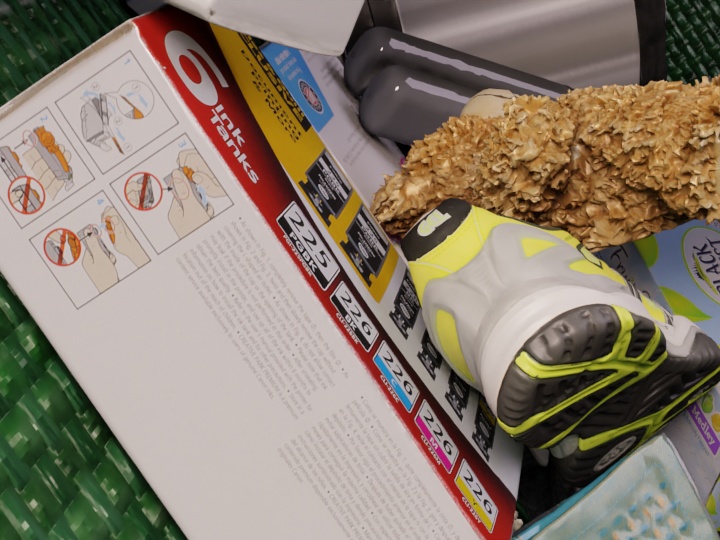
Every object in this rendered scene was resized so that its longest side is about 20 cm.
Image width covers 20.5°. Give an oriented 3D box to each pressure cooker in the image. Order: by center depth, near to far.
[{"bbox_3d":[0.031,-0.129,0.981,0.176,0.199,0.179,180,-105,-80],"label":"pressure cooker"}]

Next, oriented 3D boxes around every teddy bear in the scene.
[{"bbox_3d":[0.093,-0.044,0.717,0.200,0.145,0.067,-9,-85,64],"label":"teddy bear"}]

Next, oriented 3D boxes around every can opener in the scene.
[{"bbox_3d":[0.074,-0.048,0.886,0.200,0.067,0.053,14,38,-32],"label":"can opener"}]

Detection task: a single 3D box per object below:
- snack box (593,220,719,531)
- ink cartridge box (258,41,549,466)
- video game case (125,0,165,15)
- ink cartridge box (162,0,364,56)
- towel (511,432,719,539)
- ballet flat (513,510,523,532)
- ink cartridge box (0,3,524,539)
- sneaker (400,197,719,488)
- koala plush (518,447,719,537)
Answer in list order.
[{"bbox_3d":[0.201,0.018,0.838,0.068,0.199,0.169,104,-27,-42],"label":"snack box"},{"bbox_3d":[0.000,0.000,0.835,0.200,0.068,0.115,55,15,-7],"label":"ink cartridge box"},{"bbox_3d":[-0.052,-0.230,0.923,0.045,0.181,0.200,37,24,-50],"label":"video game case"},{"bbox_3d":[-0.076,-0.173,0.623,0.200,0.146,0.083,28,10,27],"label":"ink cartridge box"},{"bbox_3d":[0.099,0.177,0.692,0.146,0.022,0.200,-28,92,-31],"label":"towel"},{"bbox_3d":[0.077,0.177,0.727,0.200,0.064,0.076,58,14,1],"label":"ballet flat"},{"bbox_3d":[-0.033,0.009,0.677,0.200,0.084,0.176,56,13,-7],"label":"ink cartridge box"},{"bbox_3d":[0.073,0.022,0.693,0.076,0.075,0.200,51,2,22],"label":"sneaker"},{"bbox_3d":[0.149,0.121,0.886,0.200,0.177,0.184,-91,159,-71],"label":"koala plush"}]
